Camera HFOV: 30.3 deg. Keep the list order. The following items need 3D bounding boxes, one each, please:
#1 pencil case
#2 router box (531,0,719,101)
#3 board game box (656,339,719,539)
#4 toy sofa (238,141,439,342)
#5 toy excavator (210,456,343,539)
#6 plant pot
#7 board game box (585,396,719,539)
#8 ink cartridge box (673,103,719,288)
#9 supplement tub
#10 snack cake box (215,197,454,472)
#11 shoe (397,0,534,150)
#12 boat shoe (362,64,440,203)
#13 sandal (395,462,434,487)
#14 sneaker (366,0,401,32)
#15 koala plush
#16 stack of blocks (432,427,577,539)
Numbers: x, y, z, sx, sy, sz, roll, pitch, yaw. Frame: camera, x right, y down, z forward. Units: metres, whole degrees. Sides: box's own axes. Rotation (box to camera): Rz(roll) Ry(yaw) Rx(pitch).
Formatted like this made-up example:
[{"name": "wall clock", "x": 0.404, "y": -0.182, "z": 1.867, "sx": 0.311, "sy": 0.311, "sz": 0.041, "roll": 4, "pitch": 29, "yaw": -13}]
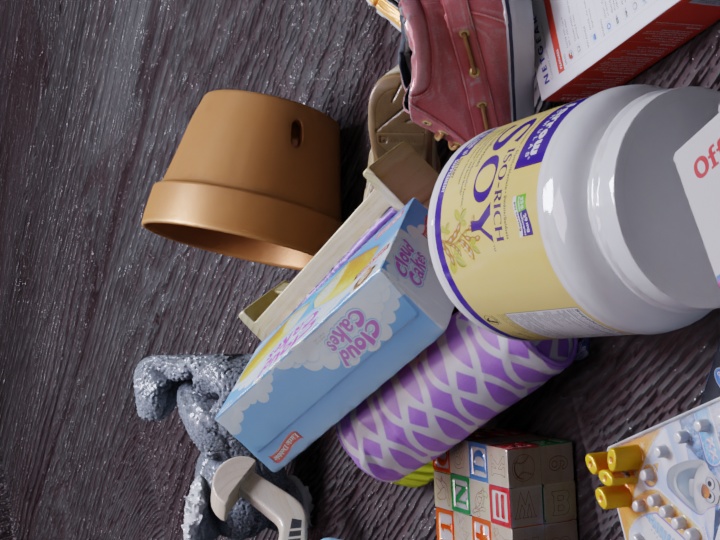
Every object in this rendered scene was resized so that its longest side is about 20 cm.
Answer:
[{"name": "pencil case", "x": 0.068, "y": 0.078, "z": 0.982, "sx": 0.200, "sy": 0.084, "sz": 0.086, "roll": -38, "pitch": 20, "yaw": 30}, {"name": "router box", "x": 0.165, "y": -0.236, "z": 0.861, "sx": 0.179, "sy": 0.049, "sz": 0.201, "roll": 148, "pitch": 116, "yaw": -61}, {"name": "board game box", "x": 0.237, "y": 0.169, "z": 0.739, "sx": 0.200, "sy": 0.061, "sz": 0.201, "roll": -118, "pitch": 34, "yaw": -41}, {"name": "toy sofa", "x": 0.000, "y": 0.000, "z": 1.089, "sx": 0.098, "sy": 0.083, "sz": 0.200, "roll": 46, "pitch": 122, "yaw": 4}, {"name": "toy excavator", "x": -0.054, "y": 0.280, "z": 1.250, "sx": 0.100, "sy": 0.193, "sz": 0.201, "roll": 102, "pitch": 176, "yaw": -48}, {"name": "plant pot", "x": -0.100, "y": -0.088, "z": 1.290, "sx": 0.200, "sy": 0.199, "sz": 0.141, "roll": -4, "pitch": 73, "yaw": 64}, {"name": "board game box", "x": 0.202, "y": 0.170, "z": 0.711, "sx": 0.200, "sy": 0.026, "sz": 0.201, "roll": 137, "pitch": 125, "yaw": -58}, {"name": "ink cartridge box", "x": 0.250, "y": -0.021, "z": 0.617, "sx": 0.129, "sy": 0.124, "sz": 0.201, "roll": -47, "pitch": 51, "yaw": 55}, {"name": "supplement tub", "x": 0.145, "y": -0.032, "z": 0.813, "sx": 0.200, "sy": 0.145, "sz": 0.146, "roll": -12, "pitch": 82, "yaw": 64}, {"name": "snack cake box", "x": -0.012, "y": 0.050, "z": 1.002, "sx": 0.200, "sy": 0.067, "sz": 0.115, "roll": -43, "pitch": 9, "yaw": 31}, {"name": "shoe", "x": 0.076, "y": -0.111, "z": 0.949, "sx": 0.072, "sy": 0.090, "sz": 0.201, "roll": -101, "pitch": 2, "yaw": -51}, {"name": "boat shoe", "x": 0.039, "y": -0.076, "z": 1.134, "sx": 0.065, "sy": 0.071, "sz": 0.201, "roll": -66, "pitch": -18, "yaw": -64}, {"name": "sandal", "x": 0.048, "y": 0.104, "z": 1.129, "sx": 0.087, "sy": 0.079, "sz": 0.201, "roll": -73, "pitch": -3, "yaw": -50}, {"name": "sneaker", "x": 0.062, "y": -0.220, "z": 1.063, "sx": 0.077, "sy": 0.078, "sz": 0.200, "roll": -59, "pitch": 43, "yaw": 28}, {"name": "koala plush", "x": -0.127, "y": 0.187, "z": 1.383, "sx": 0.183, "sy": 0.176, "sz": 0.201, "roll": -7, "pitch": 82, "yaw": 54}, {"name": "stack of blocks", "x": 0.110, "y": 0.226, "z": 1.009, "sx": 0.115, "sy": 0.058, "sz": 0.202, "roll": 177, "pitch": 90, "yaw": -64}]
